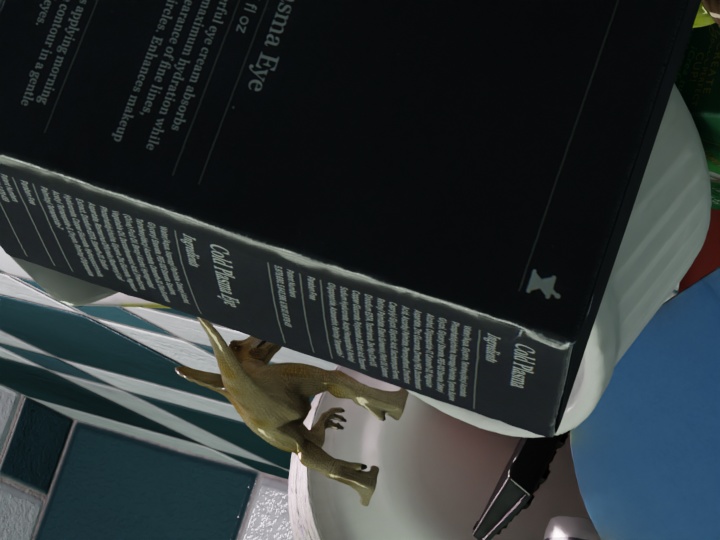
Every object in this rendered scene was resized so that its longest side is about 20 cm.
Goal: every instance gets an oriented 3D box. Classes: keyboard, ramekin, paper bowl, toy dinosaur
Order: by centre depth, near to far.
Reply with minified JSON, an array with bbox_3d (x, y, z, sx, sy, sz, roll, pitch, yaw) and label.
[{"bbox_3d":[0.044,-0.040,1.018,0.200,0.098,0.201,36,153,21],"label":"ramekin"},{"bbox_3d":[-0.034,0.058,1.107,0.100,0.059,0.200,20,179,2],"label":"toy dinosaur"},{"bbox_3d":[0.111,0.028,1.185,0.021,0.201,0.127,28,148,3],"label":"keyboard"},{"bbox_3d":[0.067,0.108,1.321,0.199,0.202,0.104,20,158,-5],"label":"paper bowl"}]

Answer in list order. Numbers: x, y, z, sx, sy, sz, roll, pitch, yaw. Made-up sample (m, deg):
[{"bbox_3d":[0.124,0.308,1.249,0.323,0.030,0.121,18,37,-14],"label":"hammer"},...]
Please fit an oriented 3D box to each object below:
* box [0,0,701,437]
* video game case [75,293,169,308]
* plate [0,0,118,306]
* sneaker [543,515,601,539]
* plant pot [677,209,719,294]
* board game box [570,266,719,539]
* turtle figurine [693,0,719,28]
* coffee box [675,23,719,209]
[{"bbox_3d":[0.005,-0.080,0.750,0.181,0.201,0.104,18,164,8],"label":"box"},{"bbox_3d":[-0.106,-0.082,1.069,0.025,0.201,0.180,-19,-172,-25],"label":"video game case"},{"bbox_3d":[-0.081,-0.092,0.875,0.200,0.199,0.032,44,138,24],"label":"plate"},{"bbox_3d":[0.158,0.168,1.150,0.199,0.080,0.078,13,169,38],"label":"sneaker"},{"bbox_3d":[0.227,0.063,1.191,0.199,0.178,0.200,19,169,4],"label":"plant pot"},{"bbox_3d":[0.187,0.060,1.073,0.158,0.199,0.039,53,-162,-10],"label":"board game box"},{"bbox_3d":[0.159,-0.078,0.867,0.160,0.065,0.200,26,-176,7],"label":"turtle figurine"},{"bbox_3d":[0.128,-0.065,1.078,0.123,0.044,0.199,26,169,-35],"label":"coffee box"}]
